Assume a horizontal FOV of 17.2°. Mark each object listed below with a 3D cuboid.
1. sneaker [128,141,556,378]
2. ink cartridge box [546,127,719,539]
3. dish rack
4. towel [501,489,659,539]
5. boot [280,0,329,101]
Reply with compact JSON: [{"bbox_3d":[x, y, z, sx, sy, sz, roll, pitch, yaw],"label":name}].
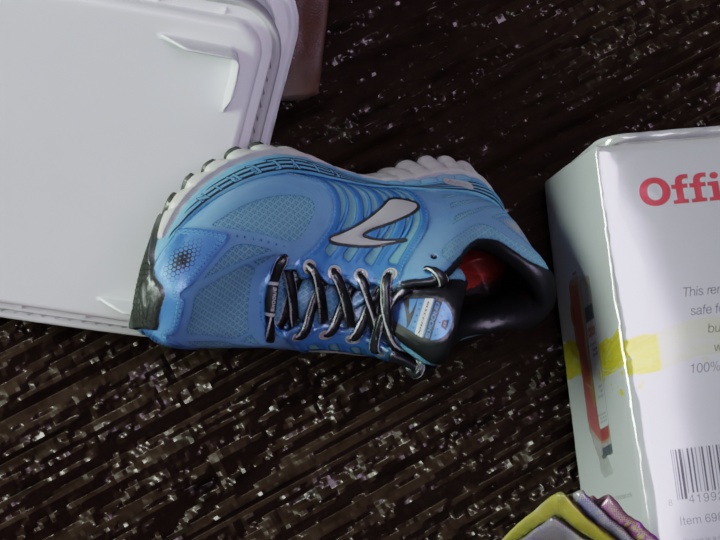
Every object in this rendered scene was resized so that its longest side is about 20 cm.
[{"bbox_3d":[0.000,0.000,0.942,0.199,0.090,0.079,-9,125,-38],"label":"sneaker"},{"bbox_3d":[0.167,0.044,1.010,0.144,0.083,0.201,-4,82,-14],"label":"ink cartridge box"},{"bbox_3d":[-0.131,-0.050,0.930,0.199,0.044,0.172,9,117,-15],"label":"dish rack"},{"bbox_3d":[0.111,0.178,0.955,0.200,0.144,0.023,46,47,-7],"label":"towel"},{"bbox_3d":[-0.005,-0.150,1.019,0.185,0.064,0.201,12,74,2],"label":"boot"}]
